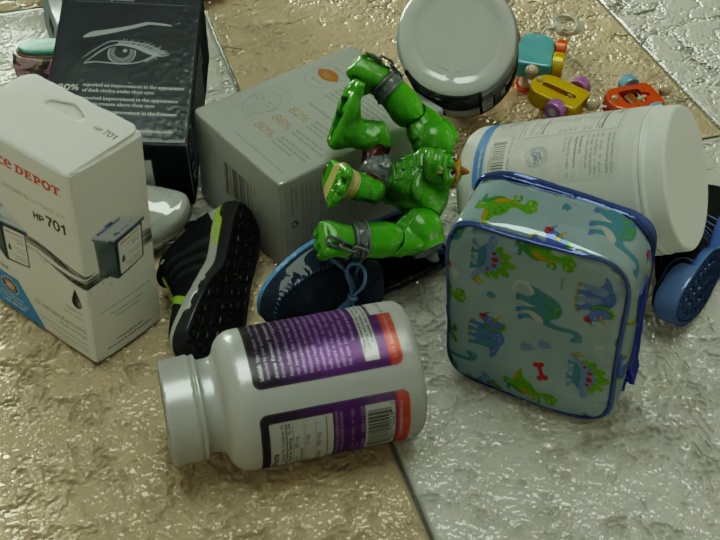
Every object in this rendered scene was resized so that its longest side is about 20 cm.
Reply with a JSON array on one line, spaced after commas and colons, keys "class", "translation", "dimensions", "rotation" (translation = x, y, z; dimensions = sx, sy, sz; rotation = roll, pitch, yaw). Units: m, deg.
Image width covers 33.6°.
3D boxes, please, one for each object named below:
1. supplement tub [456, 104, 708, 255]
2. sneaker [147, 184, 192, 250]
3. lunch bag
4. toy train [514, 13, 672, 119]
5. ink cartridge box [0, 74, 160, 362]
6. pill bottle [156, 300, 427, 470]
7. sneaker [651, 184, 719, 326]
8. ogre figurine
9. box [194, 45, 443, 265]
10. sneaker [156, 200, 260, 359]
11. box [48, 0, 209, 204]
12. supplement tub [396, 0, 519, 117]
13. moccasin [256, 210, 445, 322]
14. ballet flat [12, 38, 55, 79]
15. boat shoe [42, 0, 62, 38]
[{"class": "supplement tub", "translation": [0.199, -0.075, 1.076], "dimensions": [0.198, 0.133, 0.132], "rotation": [-2, 35, 32]}, {"class": "sneaker", "translation": [-0.260, -0.065, 1.134], "dimensions": [0.197, 0.088, 0.075], "rotation": [2, 46, 1]}, {"class": "lunch bag", "translation": [0.151, 0.024, 0.956], "dimensions": [0.159, 0.201, 0.083], "rotation": [17, 50, 20]}, {"class": "toy train", "translation": [0.244, -0.207, 1.335], "dimensions": [0.149, 0.056, 0.201], "rotation": [-17, 47, -21]}, {"class": "ink cartridge box", "translation": [-0.256, -0.045, 1.025], "dimensions": [0.146, 0.201, 0.086], "rotation": [27, 47, 27]}, {"class": "pill bottle", "translation": [-0.056, 0.094, 0.939], "dimensions": [0.198, 0.112, 0.112], "rotation": [-9, 42, -12]}, {"class": "sneaker", "translation": [0.299, -0.020, 1.114], "dimensions": [0.077, 0.071, 0.200], "rotation": [18, 38, 26]}, {"class": "ogre figurine", "translation": [0.028, -0.091, 1.065], "dimensions": [0.119, 0.098, 0.201], "rotation": [19, 44, -20]}, {"class": "box", "translation": [-0.040, -0.116, 1.182], "dimensions": [0.199, 0.107, 0.152], "rotation": [-26, 48, -28]}, {"class": "sneaker", "translation": [-0.147, 0.017, 1.077], "dimensions": [0.082, 0.072, 0.201], "rotation": [-13, 36, 22]}, {"class": "box", "translation": [-0.233, -0.180, 1.208], "dimensions": [0.146, 0.105, 0.202], "rotation": [3, 60, -1]}, {"class": "supplement tub", "translation": [0.104, -0.226, 1.239], "dimensions": [0.121, 0.124, 0.200], "rotation": [6, 2, 6]}, {"class": "moccasin", "translation": [0.000, 0.000, 1.073], "dimensions": [0.199, 0.081, 0.068], "rotation": [-29, 54, -29]}, {"class": "ballet flat", "translation": [-0.288, -0.235, 1.340], "dimensions": [0.198, 0.072, 0.069], "rotation": [-13, 36, -15]}, {"class": "boat shoe", "translation": [-0.341, -0.309, 1.429], "dimensions": [0.066, 0.070, 0.201], "rotation": [-7, 42, -21]}]
